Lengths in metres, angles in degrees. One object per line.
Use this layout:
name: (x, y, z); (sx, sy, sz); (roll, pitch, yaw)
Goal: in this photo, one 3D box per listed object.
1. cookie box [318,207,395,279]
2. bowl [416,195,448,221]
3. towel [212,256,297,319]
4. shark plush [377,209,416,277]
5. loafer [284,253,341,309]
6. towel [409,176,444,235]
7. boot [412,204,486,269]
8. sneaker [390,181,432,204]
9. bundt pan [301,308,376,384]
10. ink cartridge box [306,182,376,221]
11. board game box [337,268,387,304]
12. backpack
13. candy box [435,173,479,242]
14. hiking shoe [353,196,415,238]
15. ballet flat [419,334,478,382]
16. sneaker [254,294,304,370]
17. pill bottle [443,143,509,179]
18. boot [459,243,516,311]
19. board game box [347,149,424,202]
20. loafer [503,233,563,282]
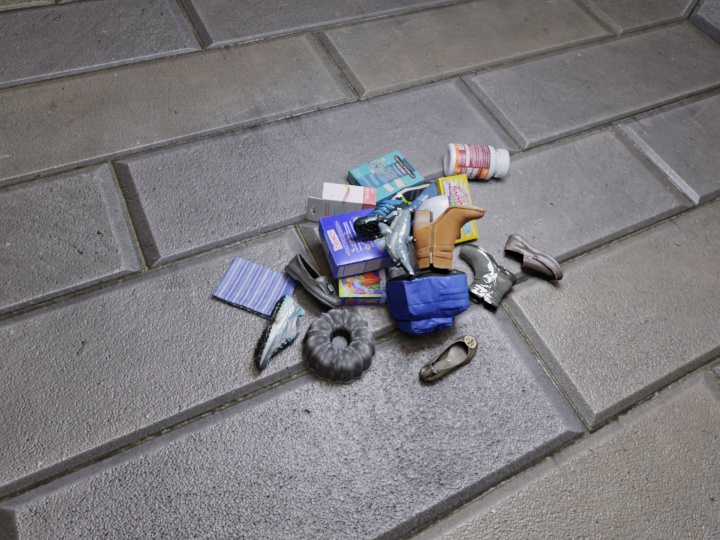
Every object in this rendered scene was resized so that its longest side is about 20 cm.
cookie box: (-0.002, -0.080, 1.517); (0.198, 0.076, 0.172); (-11, 58, -17)
bowl: (0.201, -0.106, 1.524); (0.074, 0.200, 0.203); (-5, 94, -1)
towel: (-0.285, 0.047, 1.481); (0.198, 0.024, 0.146); (20, 55, 6)
shark plush: (0.104, -0.072, 1.387); (0.083, 0.091, 0.201); (-27, 36, 20)
loafer: (-0.124, 0.027, 1.471); (0.199, 0.072, 0.063); (37, 99, 23)
towel: (0.213, -0.189, 1.656); (0.200, 0.048, 0.112); (-45, 107, -20)
boot: (0.228, -0.082, 1.380); (0.198, 0.073, 0.157); (-6, 82, 33)
sneaker: (0.176, -0.219, 1.692); (0.199, 0.072, 0.083); (-25, 64, -22)
bundt pan: (-0.052, 0.183, 1.391); (0.199, 0.076, 0.204); (4, 55, -6)
ink cartridge box: (-0.058, -0.196, 1.617); (0.197, 0.117, 0.068); (6, 56, -4)
board game box: (0.000, 0.000, 1.538); (0.133, 0.045, 0.202); (0, 57, -8)
backpack: (0.187, 0.078, 1.444); (0.198, 0.162, 0.170); (-11, 96, -19)
candy box: (0.297, -0.188, 1.651); (0.101, 0.026, 0.202); (-13, 92, -25)
hiking shoe: (0.055, -0.147, 1.490); (0.198, 0.075, 0.087); (-17, 52, -32)
ballet flat: (0.236, 0.227, 1.418); (0.199, 0.047, 0.068); (-28, 65, -23)
sneaker: (-0.201, 0.166, 1.382); (0.086, 0.077, 0.202); (31, 67, -19)
pill bottle: (0.382, -0.359, 1.790); (0.197, 0.110, 0.111); (2, 56, -6)
boot: (0.342, 0.017, 1.565); (0.199, 0.068, 0.131); (39, 66, 19)
board game box: (0.081, -0.292, 1.742); (0.199, 0.047, 0.151); (-26, 64, -23)
loafer: (0.510, -0.025, 1.618); (0.199, 0.073, 0.071); (39, 70, 23)
